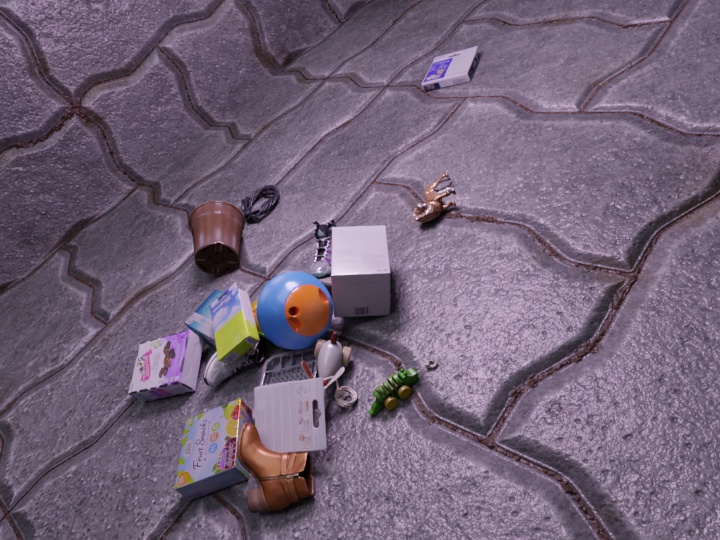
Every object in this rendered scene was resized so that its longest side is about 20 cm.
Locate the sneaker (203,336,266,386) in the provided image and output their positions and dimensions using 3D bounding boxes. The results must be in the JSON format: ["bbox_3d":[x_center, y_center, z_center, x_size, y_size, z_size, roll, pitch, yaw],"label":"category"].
[{"bbox_3d":[-0.342,0.248,1.646,0.115,0.076,0.201,13,53,46],"label":"sneaker"}]

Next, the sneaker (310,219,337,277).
[{"bbox_3d":[-0.116,-0.081,1.773,0.077,0.141,0.200,-8,30,26],"label":"sneaker"}]

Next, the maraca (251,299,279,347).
[{"bbox_3d":[-0.237,0.144,1.670,0.199,0.108,0.137,34,53,30],"label":"maraca"}]

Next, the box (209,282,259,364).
[{"bbox_3d":[-0.354,0.146,1.645,0.122,0.048,0.201,-39,46,17],"label":"box"}]

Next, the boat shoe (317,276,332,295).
[{"bbox_3d":[-0.110,0.050,1.733,0.199,0.058,0.067,4,13,33],"label":"boat shoe"}]

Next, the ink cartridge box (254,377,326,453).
[{"bbox_3d":[-0.156,0.338,1.369,0.199,0.050,0.164,-13,71,25],"label":"ink cartridge box"}]

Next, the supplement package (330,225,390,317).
[{"bbox_3d":[0.000,0.000,1.584,0.150,0.151,0.201,-2,41,0],"label":"supplement package"}]

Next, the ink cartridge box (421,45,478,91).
[{"bbox_3d":[0.362,-0.802,2.354,0.197,0.043,0.201,-3,48,33],"label":"ink cartridge box"}]

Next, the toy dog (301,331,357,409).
[{"bbox_3d":[-0.077,0.227,1.423,0.131,0.097,0.201,-1,40,-9],"label":"toy dog"}]

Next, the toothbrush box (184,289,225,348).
[{"bbox_3d":[-0.417,0.156,1.797,0.199,0.086,0.147,17,59,44],"label":"toothbrush box"}]

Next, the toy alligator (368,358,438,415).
[{"bbox_3d":[0.090,0.252,1.349,0.200,0.054,0.059,-38,37,-8],"label":"toy alligator"}]

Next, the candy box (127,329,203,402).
[{"bbox_3d":[-0.573,0.283,1.748,0.199,0.072,0.169,-16,53,22],"label":"candy box"}]

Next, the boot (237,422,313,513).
[{"bbox_3d":[-0.186,0.418,1.299,0.154,0.077,0.201,-22,61,18],"label":"boot"}]

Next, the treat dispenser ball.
[{"bbox_3d":[-0.170,0.103,1.539,0.200,0.201,0.202,-19,38,16],"label":"treat dispenser ball"}]

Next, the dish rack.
[{"bbox_3d":[-0.180,0.295,1.505,0.170,0.044,0.201,-15,40,21],"label":"dish rack"}]

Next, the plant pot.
[{"bbox_3d":[-0.503,-0.105,2.081,0.199,0.201,0.199,-24,45,10],"label":"plant pot"}]

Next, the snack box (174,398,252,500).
[{"bbox_3d":[-0.356,0.436,1.451,0.168,0.068,0.201,-23,37,12],"label":"snack box"}]

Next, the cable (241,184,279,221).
[{"bbox_3d":[-0.383,-0.258,2.280,0.162,0.051,0.200,-24,35,3],"label":"cable"}]

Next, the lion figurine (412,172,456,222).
[{"bbox_3d":[0.221,-0.217,1.787,0.122,0.073,0.200,-25,23,23],"label":"lion figurine"}]
